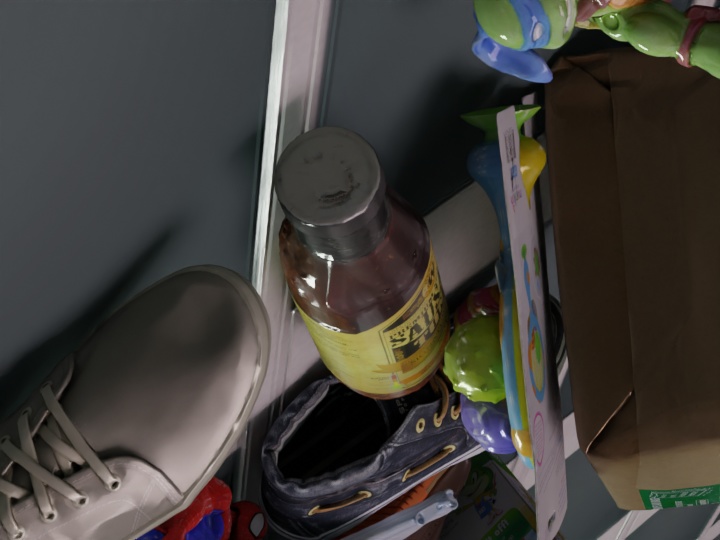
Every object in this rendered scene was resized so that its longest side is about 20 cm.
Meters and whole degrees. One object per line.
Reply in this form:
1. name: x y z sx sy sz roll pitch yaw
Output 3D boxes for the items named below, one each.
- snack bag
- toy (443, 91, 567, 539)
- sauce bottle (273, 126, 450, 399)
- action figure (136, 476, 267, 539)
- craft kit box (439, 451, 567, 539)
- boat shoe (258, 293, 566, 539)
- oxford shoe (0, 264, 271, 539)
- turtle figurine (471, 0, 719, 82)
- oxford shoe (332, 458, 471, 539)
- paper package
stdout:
1. snack bag: -0.066 0.181 1.000 0.200 0.021 0.188 -36 167 37
2. toy: 0.062 0.025 0.832 0.115 0.047 0.201 -37 126 -74
3. sauce bottle: 0.000 0.000 0.777 0.066 0.066 0.200 -42 162 -6
4. action figure: -0.108 0.140 0.879 0.200 0.052 0.066 -17 144 -56
5. craft kit box: 0.047 0.224 1.138 0.200 0.198 0.049 -45 133 5
6. boat shoe: 0.034 0.066 0.965 0.200 0.071 0.091 -36 163 -15
7. oxford shoe: -0.112 0.076 0.700 0.200 0.075 0.058 -42 164 8
8. turtle figurine: 0.140 -0.143 0.652 0.194 0.144 0.200 -37 163 -30
9. oxford shoe: 0.015 0.188 1.117 0.200 0.073 0.071 -54 -165 -17
10. paper package: 0.156 0.012 0.912 0.103 0.191 0.200 -6 164 11
